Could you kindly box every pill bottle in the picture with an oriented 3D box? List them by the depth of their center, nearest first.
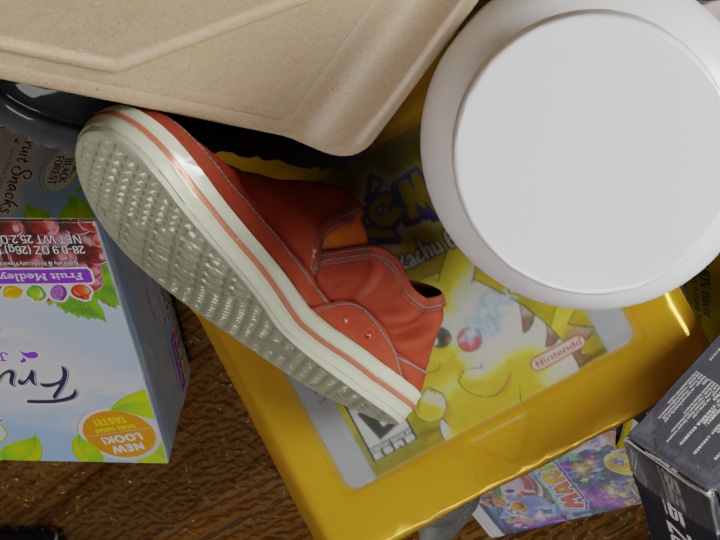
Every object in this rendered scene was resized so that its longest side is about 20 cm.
[{"bbox_3d":[0.077,-0.047,0.764,0.112,0.200,0.112,1,98,5],"label":"pill bottle"}]

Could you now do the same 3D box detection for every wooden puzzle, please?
[{"bbox_3d":[-0.043,-0.123,0.667,0.200,0.037,0.185,13,130,-32],"label":"wooden puzzle"}]

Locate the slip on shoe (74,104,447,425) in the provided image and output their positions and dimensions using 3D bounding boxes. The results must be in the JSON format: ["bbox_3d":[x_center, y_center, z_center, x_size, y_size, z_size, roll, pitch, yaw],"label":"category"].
[{"bbox_3d":[-0.031,-0.010,0.804,0.074,0.061,0.200,18,165,40],"label":"slip on shoe"}]

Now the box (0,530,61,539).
[{"bbox_3d":[-0.264,0.252,1.232,0.200,0.197,0.117,0,138,12],"label":"box"}]

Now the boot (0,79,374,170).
[{"bbox_3d":[-0.024,-0.121,0.745,0.165,0.066,0.200,1,143,-33],"label":"boot"}]

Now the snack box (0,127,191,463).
[{"bbox_3d":[-0.194,0.014,1.056,0.200,0.068,0.169,2,137,11],"label":"snack box"}]

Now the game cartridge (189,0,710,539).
[{"bbox_3d":[0.018,-0.008,0.892,0.176,0.032,0.200,-29,91,8],"label":"game cartridge"}]

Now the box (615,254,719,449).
[{"bbox_3d":[0.160,-0.010,0.944,0.070,0.064,0.200,9,131,1],"label":"box"}]

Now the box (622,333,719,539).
[{"bbox_3d":[0.194,0.046,0.911,0.049,0.200,0.161,34,161,33],"label":"box"}]

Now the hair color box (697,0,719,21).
[{"bbox_3d":[0.170,-0.177,0.781,0.099,0.061,0.200,36,133,-26],"label":"hair color box"}]

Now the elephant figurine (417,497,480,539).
[{"bbox_3d":[0.000,0.000,0.967,0.200,0.155,0.142,27,158,-11],"label":"elephant figurine"}]

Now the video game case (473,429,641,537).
[{"bbox_3d":[0.119,0.063,1.082,0.200,0.018,0.143,-16,132,27],"label":"video game case"}]
